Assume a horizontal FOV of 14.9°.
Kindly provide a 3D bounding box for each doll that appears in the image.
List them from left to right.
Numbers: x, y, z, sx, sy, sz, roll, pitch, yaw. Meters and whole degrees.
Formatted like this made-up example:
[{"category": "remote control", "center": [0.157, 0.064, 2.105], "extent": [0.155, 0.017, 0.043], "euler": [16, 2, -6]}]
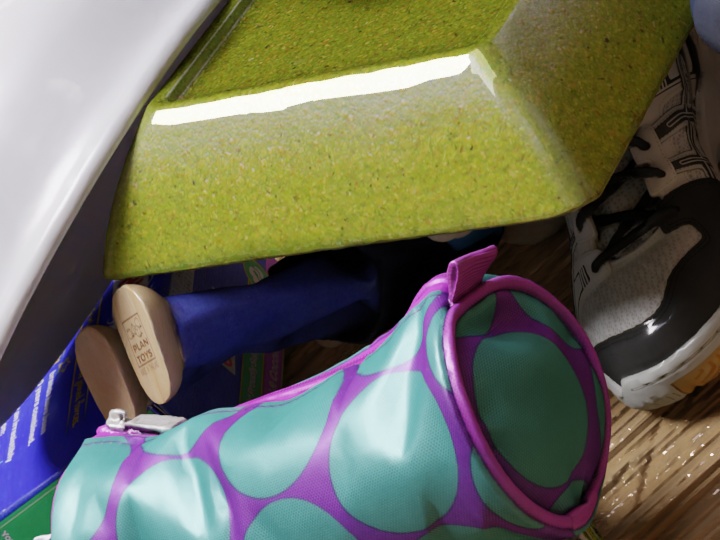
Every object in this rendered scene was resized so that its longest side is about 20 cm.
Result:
[{"category": "doll", "center": [0.000, 0.000, 1.002], "extent": [0.199, 0.049, 0.136], "euler": [-22, -10, -31]}]

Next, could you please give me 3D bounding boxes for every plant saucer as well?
[{"category": "plant saucer", "center": [0.019, -0.085, 0.952], "extent": [0.199, 0.048, 0.200], "euler": [-7, 34, 34]}]

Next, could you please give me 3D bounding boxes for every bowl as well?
[{"category": "bowl", "center": [-0.127, -0.044, 1.029], "extent": [0.202, 0.090, 0.201], "euler": [-59, -2, -3]}]

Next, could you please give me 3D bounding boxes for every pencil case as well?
[{"category": "pencil case", "center": [-0.015, 0.067, 0.885], "extent": [0.199, 0.093, 0.085], "euler": [-24, 0, 39]}]

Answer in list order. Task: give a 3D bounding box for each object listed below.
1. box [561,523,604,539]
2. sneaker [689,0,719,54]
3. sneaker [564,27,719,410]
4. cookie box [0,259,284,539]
[{"category": "box", "center": [-0.004, 0.143, 0.906], "extent": [0.200, 0.035, 0.110], "euler": [-46, 25, 5]}, {"category": "sneaker", "center": [0.156, -0.139, 0.948], "extent": [0.082, 0.070, 0.200], "euler": [30, 48, 25]}, {"category": "sneaker", "center": [0.087, -0.035, 0.958], "extent": [0.075, 0.088, 0.201], "euler": [-34, 30, 22]}, {"category": "cookie box", "center": [-0.126, 0.079, 1.143], "extent": [0.200, 0.075, 0.172], "euler": [-37, 25, 23]}]
